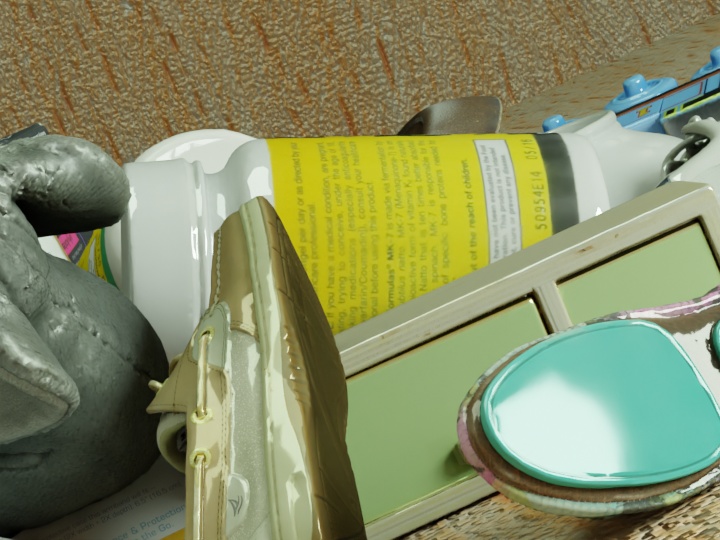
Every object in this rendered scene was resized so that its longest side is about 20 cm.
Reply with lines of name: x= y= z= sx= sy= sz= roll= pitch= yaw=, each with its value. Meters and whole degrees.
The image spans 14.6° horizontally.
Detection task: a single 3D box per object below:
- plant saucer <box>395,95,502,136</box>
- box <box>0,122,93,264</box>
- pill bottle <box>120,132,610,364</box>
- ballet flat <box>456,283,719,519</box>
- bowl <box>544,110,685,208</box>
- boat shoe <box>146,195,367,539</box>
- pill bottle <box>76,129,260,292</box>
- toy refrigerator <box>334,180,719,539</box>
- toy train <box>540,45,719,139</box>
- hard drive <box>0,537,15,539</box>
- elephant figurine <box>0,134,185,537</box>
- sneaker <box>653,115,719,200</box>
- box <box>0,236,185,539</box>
plant saucer: x=0.006 y=-0.006 z=1.395 sx=0.201 sy=0.032 sz=0.200 roll=-58 pitch=8 yaw=13
box: x=-0.195 y=0.037 z=1.537 sx=0.122 sy=0.201 sz=0.106 roll=-22 pitch=5 yaw=10
pill bottle: x=0.000 y=0.000 z=1.182 sx=0.199 sy=0.115 sz=0.114 roll=-1 pitch=3 yaw=-7
ballet flat: x=0.108 y=0.043 z=0.958 sx=0.199 sy=0.069 sz=0.071 roll=-23 pitch=-14 yaw=-31
bowl: x=0.101 y=-0.021 z=1.419 sx=0.200 sy=0.091 sz=0.201 roll=-24 pitch=6 yaw=3
boat shoe: x=-0.043 y=0.052 z=1.005 sx=0.066 sy=0.074 sz=0.201 roll=-20 pitch=39 yaw=10
pill bottle: x=-0.088 y=0.021 z=1.364 sx=0.112 sy=0.113 sz=0.200 roll=-26 pitch=-13 yaw=-26
toy refrigerator: x=0.057 y=0.039 z=1.099 sx=0.199 sy=0.076 sz=0.070 roll=-24 pitch=5 yaw=-5
toy train: x=0.166 y=-0.061 z=1.576 sx=0.199 sy=0.087 sz=0.114 roll=-22 pitch=11 yaw=17
hard drive: x=-0.171 y=0.105 z=0.957 sx=0.199 sy=0.026 sz=0.132 roll=14 pitch=3 yaw=-31
elephant figurine: x=-0.145 y=0.011 z=1.020 sx=0.155 sy=0.142 sz=0.200 roll=-27 pitch=-31 yaw=-14
sneaker: x=0.181 y=-0.049 z=1.322 sx=0.073 sy=0.071 sz=0.200 roll=-65 pitch=-9 yaw=19
box: x=-0.143 y=0.070 z=1.127 sx=0.119 sy=0.200 sz=0.042 roll=-25 pitch=-35 yaw=-13
